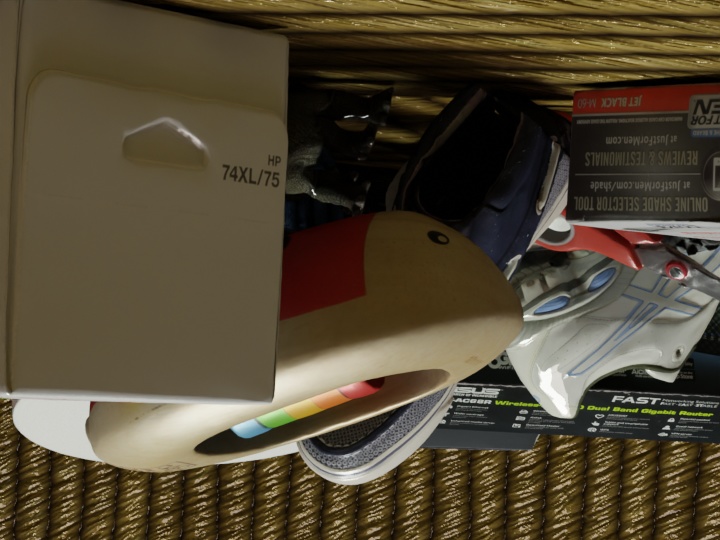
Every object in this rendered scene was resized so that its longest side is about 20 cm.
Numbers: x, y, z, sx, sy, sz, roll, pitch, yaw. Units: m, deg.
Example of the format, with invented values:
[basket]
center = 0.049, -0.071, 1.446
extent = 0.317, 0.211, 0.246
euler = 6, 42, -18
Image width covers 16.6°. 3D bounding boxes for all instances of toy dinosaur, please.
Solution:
[toy dinosaur]
center = -0.045, -0.060, 1.137
extent = 0.102, 0.077, 0.200
euler = 15, -178, -6

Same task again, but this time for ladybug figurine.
[ladybug figurine]
center = -0.031, 0.029, 1.035
extent = 0.199, 0.072, 0.136
euler = -20, 167, 14

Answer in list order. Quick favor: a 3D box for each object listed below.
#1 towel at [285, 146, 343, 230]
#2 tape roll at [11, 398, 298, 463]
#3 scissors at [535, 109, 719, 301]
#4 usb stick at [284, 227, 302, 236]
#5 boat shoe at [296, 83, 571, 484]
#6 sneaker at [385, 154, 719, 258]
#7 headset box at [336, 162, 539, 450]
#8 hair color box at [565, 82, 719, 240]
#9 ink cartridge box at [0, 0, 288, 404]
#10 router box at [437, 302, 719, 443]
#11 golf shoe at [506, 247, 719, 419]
[towel]
center = -0.077, -0.020, 1.412
extent = 0.048, 0.113, 0.200
euler = -1, -179, -35
[tape roll]
center = -0.083, 0.057, 1.295
extent = 0.201, 0.037, 0.203
euler = -5, 159, -2
[scissors]
center = 0.141, -0.005, 1.200
extent = 0.200, 0.014, 0.073
euler = 39, 130, -6
[usb stick]
center = 0.000, 0.000, 1.221
extent = 0.055, 0.033, 0.200
euler = 6, 179, 26
[boat shoe]
center = 0.023, 0.003, 1.109
extent = 0.074, 0.201, 0.093
euler = 31, 180, 20
[sneaker]
center = 0.111, -0.044, 1.243
extent = 0.199, 0.072, 0.072
euler = 0, -161, 24
[headset box]
center = 0.012, 0.021, 1.480
extent = 0.173, 0.093, 0.200
euler = 4, -151, -34
[hair color box]
center = 0.200, -0.043, 1.105
extent = 0.199, 0.064, 0.111
euler = 3, 179, -41
[ink cartridge box]
center = -0.148, -0.025, 0.953
extent = 0.199, 0.147, 0.146
euler = 0, 176, 40
[router box]
center = 0.127, 0.012, 1.368
extent = 0.199, 0.151, 0.062
euler = 3, 151, -8
[golf shoe]
center = 0.162, 0.006, 1.304
extent = 0.199, 0.098, 0.078
euler = -25, -162, -11
